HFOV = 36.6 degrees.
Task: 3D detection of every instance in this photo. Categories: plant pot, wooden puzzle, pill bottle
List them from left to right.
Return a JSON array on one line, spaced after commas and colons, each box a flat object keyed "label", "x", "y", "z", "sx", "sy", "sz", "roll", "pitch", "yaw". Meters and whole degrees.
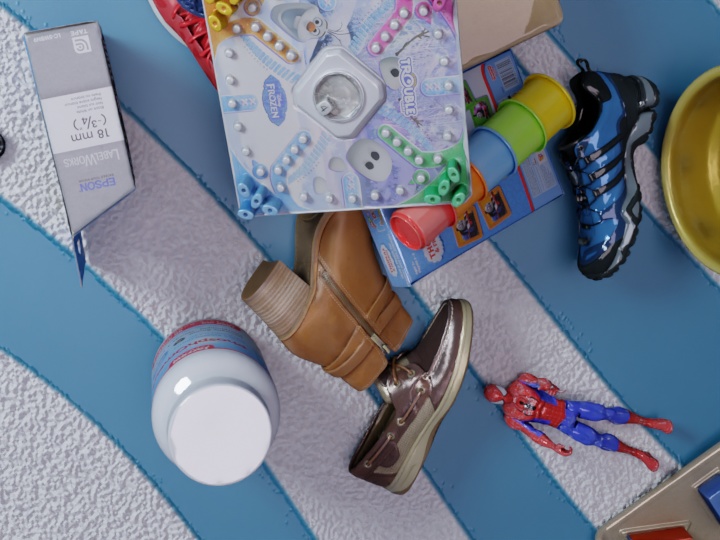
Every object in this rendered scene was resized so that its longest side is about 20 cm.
[{"label": "pill bottle", "x": -0.126, "y": 0.112, "z": 0.939, "sx": 0.108, "sy": 0.200, "sz": 0.110, "roll": -2, "pitch": 99, "yaw": -11}, {"label": "wooden puzzle", "x": 0.370, "y": 0.294, "z": 1.140, "sx": 0.200, "sy": 0.046, "sz": 0.186, "roll": -36, "pitch": 103, "yaw": -4}, {"label": "plant pot", "x": 0.420, "y": -0.101, "z": 1.023, "sx": 0.188, "sy": 0.200, "sz": 0.202, "roll": -10, "pitch": 101, "yaw": -25}]

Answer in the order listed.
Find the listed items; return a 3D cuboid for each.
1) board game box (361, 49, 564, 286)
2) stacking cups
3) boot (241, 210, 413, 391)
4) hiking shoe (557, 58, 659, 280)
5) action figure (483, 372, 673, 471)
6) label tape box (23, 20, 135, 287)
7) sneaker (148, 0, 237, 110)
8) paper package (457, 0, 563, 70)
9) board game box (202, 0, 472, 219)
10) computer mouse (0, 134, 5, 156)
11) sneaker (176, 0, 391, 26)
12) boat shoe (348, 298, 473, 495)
[{"label": "board game box", "x": 0.084, "y": -0.097, "z": 0.996, "sx": 0.199, "sy": 0.037, "sz": 0.152, "roll": -29, "pitch": 104, "yaw": -29}, {"label": "stacking cups", "x": 0.108, "y": -0.090, "z": 0.958, "sx": 0.200, "sy": 0.060, "sz": 0.061, "roll": -45, "pitch": 104, "yaw": -21}, {"label": "boot", "x": 0.000, "y": 0.000, "z": 1.020, "sx": 0.155, "sy": 0.074, "sz": 0.200, "roll": 41, "pitch": 85, "yaw": -23}, {"label": "hiking shoe", "x": 0.220, "y": -0.093, "z": 1.038, "sx": 0.086, "sy": 0.074, "sz": 0.202, "roll": 10, "pitch": 86, "yaw": -19}, {"label": "action figure", "x": 0.218, "y": 0.151, "z": 1.066, "sx": 0.199, "sy": 0.099, "sz": 0.066, "roll": 18, "pitch": 94, "yaw": -10}, {"label": "label tape box", "x": -0.227, "y": -0.100, "z": 0.917, "sx": 0.063, "sy": 0.144, "sz": 0.201, "roll": -13, "pitch": 101, "yaw": -10}, {"label": "sneaker", "x": -0.118, "y": -0.204, "z": 0.935, "sx": 0.078, "sy": 0.116, "sz": 0.200, "roll": -39, "pitch": 103, "yaw": -3}, {"label": "paper package", "x": 0.054, "y": -0.275, "z": 0.964, "sx": 0.190, "sy": 0.103, "sz": 0.201, "roll": -25, "pitch": 103, "yaw": -5}, {"label": "board game box", "x": -0.018, "y": -0.138, "z": 0.864, "sx": 0.198, "sy": 0.026, "sz": 0.201, "roll": -3, "pitch": 115, "yaw": 10}, {"label": "computer mouse", "x": -0.405, "y": -0.078, "z": 0.943, "sx": 0.199, "sy": 0.034, "sz": 0.059, "roll": -26, "pitch": 102, "yaw": -6}, {"label": "sneaker", "x": -0.051, "y": -0.232, "z": 0.894, "sx": 0.199, "sy": 0.070, "sz": 0.078, "roll": 18, "pitch": 53, "yaw": 2}, {"label": "boat shoe", "x": 0.045, "y": 0.114, "z": 1.041, "sx": 0.072, "sy": 0.072, "sz": 0.201, "roll": 21, "pitch": 101, "yaw": -14}]
